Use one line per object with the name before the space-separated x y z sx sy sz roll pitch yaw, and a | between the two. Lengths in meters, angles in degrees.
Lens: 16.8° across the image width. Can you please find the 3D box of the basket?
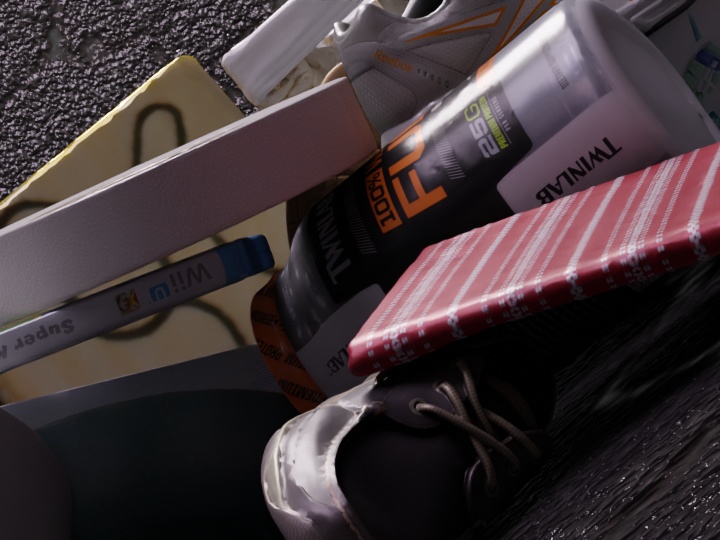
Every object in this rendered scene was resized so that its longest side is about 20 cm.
basket | 0.022 -0.105 1.324 0.135 0.124 0.200 -40 -2 5

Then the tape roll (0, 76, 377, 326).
tape roll | -0.089 -0.028 1.058 0.202 0.037 0.203 -25 5 2

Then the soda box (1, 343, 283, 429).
soda box | -0.124 0.092 1.141 0.199 0.064 0.068 -13 -16 -4

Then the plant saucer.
plant saucer | -0.092 0.119 1.087 0.200 0.039 0.201 -11 -29 -6

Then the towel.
towel | 0.101 -0.014 0.868 0.199 0.023 0.145 -20 9 17

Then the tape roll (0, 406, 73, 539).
tape roll | -0.217 0.144 0.957 0.202 0.202 0.140 -38 38 40

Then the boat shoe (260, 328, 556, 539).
boat shoe | 0.023 0.058 0.844 0.073 0.075 0.200 -39 4 19

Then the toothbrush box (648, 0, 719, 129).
toothbrush box | 0.128 -0.057 1.225 0.200 0.085 0.146 -39 3 -8

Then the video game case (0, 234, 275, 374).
video game case | -0.135 0.028 1.044 0.199 0.018 0.143 -21 0 2

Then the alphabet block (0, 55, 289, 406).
alphabet block | -0.100 0.039 1.292 0.195 0.200 0.196 -39 -6 -14

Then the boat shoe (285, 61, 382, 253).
boat shoe | 0.000 0.000 1.168 0.070 0.201 0.069 3 -5 3

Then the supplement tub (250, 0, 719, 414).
supplement tub | 0.056 -0.012 1.039 0.200 0.123 0.123 -39 2 19

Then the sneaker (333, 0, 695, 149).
sneaker | 0.077 -0.127 1.129 0.199 0.092 0.076 -32 2 -22
